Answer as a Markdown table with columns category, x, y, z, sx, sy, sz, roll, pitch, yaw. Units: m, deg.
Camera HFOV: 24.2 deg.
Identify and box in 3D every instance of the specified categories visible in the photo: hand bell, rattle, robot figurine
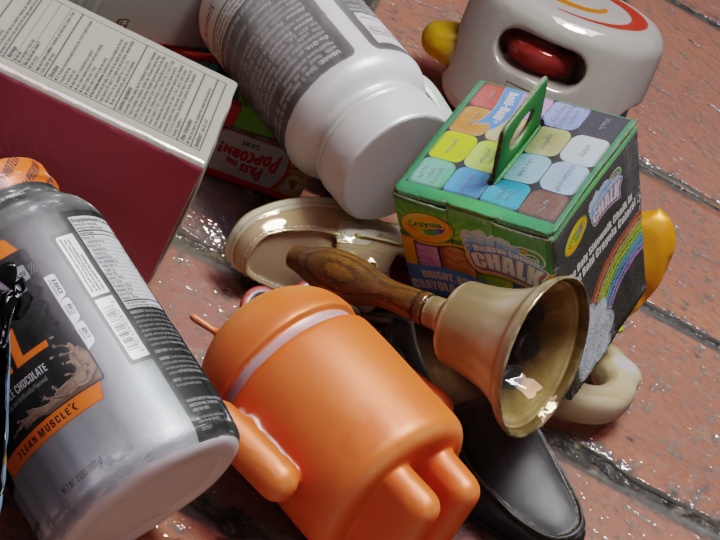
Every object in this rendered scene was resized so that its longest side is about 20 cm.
| category | x | y | z | sx | sy | sz | roll | pitch | yaw |
| --- | --- | --- | --- | --- | --- | --- | --- | --- | --- |
| hand bell | 0.035 | 0.023 | 1.074 | 0.199 | 0.105 | 0.104 | 21 | 23 | 32 |
| rattle | 0.147 | 0.041 | 1.206 | 0.199 | 0.143 | 0.131 | -2 | 58 | -50 |
| robot figurine | -0.018 | 0.090 | 1.015 | 0.144 | 0.117 | 0.200 | -37 | 65 | -15 |

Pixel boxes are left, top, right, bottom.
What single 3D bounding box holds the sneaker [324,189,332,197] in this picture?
| category | x | y | z | sx | sy | sz | roll | pitch | yaw |
| --- | --- | --- | --- | --- | --- | --- | --- | --- | --- |
| sneaker | 0.050 | -0.084 | 1.356 | 0.199 | 0.074 | 0.118 | 14 | 27 | -8 |

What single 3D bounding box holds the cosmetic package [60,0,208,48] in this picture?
| category | x | y | z | sx | sy | sz | roll | pitch | yaw |
| --- | --- | --- | --- | --- | --- | --- | --- | --- | --- |
| cosmetic package | -0.148 | -0.230 | 1.242 | 0.199 | 0.107 | 0.090 | -2 | 43 | -38 |

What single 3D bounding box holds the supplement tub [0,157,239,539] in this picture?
| category | x | y | z | sx | sy | sz | roll | pitch | yaw |
| --- | --- | --- | --- | --- | --- | --- | --- | --- | --- |
| supplement tub | -0.164 | 0.045 | 0.916 | 0.122 | 0.123 | 0.200 | -15 | 63 | -50 |

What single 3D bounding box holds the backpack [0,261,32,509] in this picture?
| category | x | y | z | sx | sy | sz | roll | pitch | yaw |
| --- | --- | --- | --- | --- | --- | --- | --- | --- | --- |
| backpack | -0.231 | 0.109 | 0.760 | 0.134 | 0.183 | 0.201 | 10 | 47 | -16 |

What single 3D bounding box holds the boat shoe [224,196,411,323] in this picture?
| category | x | y | z | sx | sy | sz | roll | pitch | yaw |
| --- | --- | --- | --- | --- | --- | --- | --- | --- | --- |
| boat shoe | 0.000 | 0.000 | 1.197 | 0.199 | 0.074 | 0.069 | 8 | 32 | -34 |

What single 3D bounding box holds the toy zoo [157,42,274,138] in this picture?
| category | x | y | z | sx | sy | sz | roll | pitch | yaw |
| --- | --- | --- | --- | --- | --- | --- | --- | --- | --- |
| toy zoo | -0.149 | -0.166 | 1.271 | 0.199 | 0.021 | 0.132 | 14 | 35 | -25 |

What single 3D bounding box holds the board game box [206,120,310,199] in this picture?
| category | x | y | z | sx | sy | sz | roll | pitch | yaw |
| --- | --- | --- | --- | --- | --- | --- | --- | --- | --- |
| board game box | -0.135 | -0.142 | 1.314 | 0.199 | 0.046 | 0.152 | 19 | 33 | -18 |

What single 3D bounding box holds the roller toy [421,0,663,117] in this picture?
| category | x | y | z | sx | sy | sz | roll | pitch | yaw |
| --- | --- | --- | --- | --- | --- | --- | --- | --- | --- |
| roller toy | 0.171 | -0.186 | 1.546 | 0.199 | 0.140 | 0.183 | 7 | 27 | -30 |

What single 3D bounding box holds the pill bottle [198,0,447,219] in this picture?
| category | x | y | z | sx | sy | sz | roll | pitch | yaw |
| --- | --- | --- | --- | --- | --- | --- | --- | --- | --- |
| pill bottle | -0.024 | -0.138 | 1.207 | 0.113 | 0.114 | 0.200 | -2 | 45 | -42 |

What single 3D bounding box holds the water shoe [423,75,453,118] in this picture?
| category | x | y | z | sx | sy | sz | roll | pitch | yaw |
| --- | --- | --- | --- | --- | --- | --- | --- | --- | --- |
| water shoe | 0.070 | -0.067 | 1.296 | 0.201 | 0.071 | 0.079 | 64 | 27 | -18 |

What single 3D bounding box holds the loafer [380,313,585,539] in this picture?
| category | x | y | z | sx | sy | sz | roll | pitch | yaw |
| --- | --- | --- | --- | --- | --- | --- | --- | --- | --- |
| loafer | 0.077 | 0.101 | 1.099 | 0.073 | 0.072 | 0.200 | -28 | 63 | -30 |

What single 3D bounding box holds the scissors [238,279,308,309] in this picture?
| category | x | y | z | sx | sy | sz | roll | pitch | yaw |
| --- | --- | --- | --- | --- | --- | --- | --- | --- | --- |
| scissors | -0.014 | 0.089 | 1.114 | 0.073 | 0.014 | 0.201 | -19 | 67 | -22 |

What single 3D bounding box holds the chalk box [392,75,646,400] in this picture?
| category | x | y | z | sx | sy | sz | roll | pitch | yaw |
| --- | --- | --- | --- | --- | --- | --- | --- | --- | --- |
| chalk box | 0.107 | -0.037 | 1.122 | 0.123 | 0.201 | 0.125 | 18 | 50 | 30 |

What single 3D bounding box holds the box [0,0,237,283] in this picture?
| category | x | y | z | sx | sy | sz | roll | pitch | yaw |
| --- | --- | --- | --- | --- | --- | --- | --- | --- | --- |
| box | -0.201 | -0.101 | 1.140 | 0.199 | 0.109 | 0.128 | 25 | 32 | -8 |
